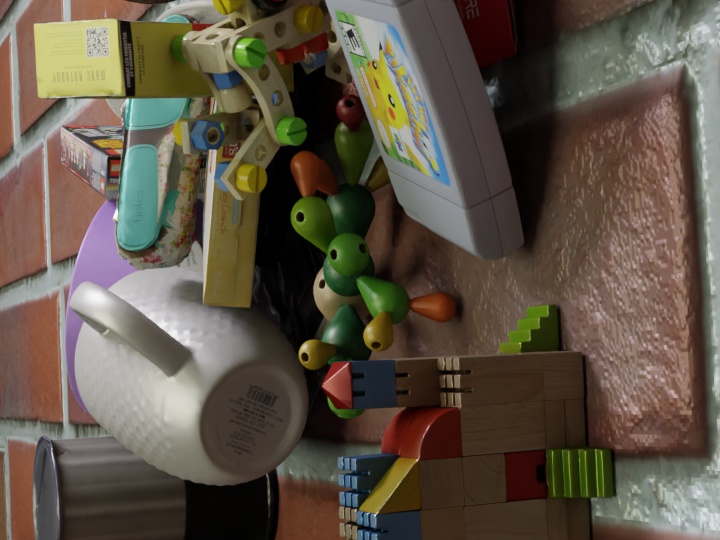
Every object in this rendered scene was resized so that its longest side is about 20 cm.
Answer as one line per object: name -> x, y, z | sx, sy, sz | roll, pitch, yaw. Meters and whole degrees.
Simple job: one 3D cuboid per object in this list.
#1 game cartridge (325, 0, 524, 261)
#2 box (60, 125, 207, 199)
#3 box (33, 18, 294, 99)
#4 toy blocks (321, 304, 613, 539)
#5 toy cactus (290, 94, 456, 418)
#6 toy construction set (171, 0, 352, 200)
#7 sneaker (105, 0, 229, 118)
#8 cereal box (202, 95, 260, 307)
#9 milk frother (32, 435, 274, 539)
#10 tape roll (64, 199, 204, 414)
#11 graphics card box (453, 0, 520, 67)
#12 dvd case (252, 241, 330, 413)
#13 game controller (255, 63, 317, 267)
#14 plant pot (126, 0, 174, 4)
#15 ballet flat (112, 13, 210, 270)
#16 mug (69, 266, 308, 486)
game cartridge -> 0.031, -0.106, 0.856 | 0.133, 0.040, 0.202 | 28, 143, 64
box -> -0.183, -0.099, 1.352 | 0.200, 0.135, 0.040 | -151, 61, -64
box -> -0.126, -0.142, 1.019 | 0.075, 0.199, 0.051 | 2, 97, 31
toy blocks -> 0.050, 0.122, 0.797 | 0.100, 0.135, 0.203 | 171, 96, -67
toy cactus -> 0.000, 0.000, 1.004 | 0.165, 0.101, 0.202 | 101, 160, -75
toy construction set -> -0.046, -0.145, 0.995 | 0.091, 0.200, 0.132 | 1, 117, 30
sneaker -> -0.122, -0.192, 1.251 | 0.199, 0.115, 0.074 | -16, 107, 48
cereal box -> -0.098, -0.061, 1.145 | 0.200, 0.039, 0.146 | -124, 38, -80
milk frother -> -0.161, 0.229, 1.251 | 0.200, 0.186, 0.183 | -165, 74, -66
tape roll -> -0.186, 0.033, 1.321 | 0.200, 0.065, 0.203 | 8, -90, -75
graphics card box -> 0.029, -0.218, 0.888 | 0.201, 0.050, 0.126 | -116, 8, -48
dvd case -> -0.060, 0.014, 1.216 | 0.149, 0.016, 0.201 | 115, 147, -45
game controller -> -0.062, -0.105, 1.156 | 0.104, 0.042, 0.202 | 156, 119, -64
plant pot -> -0.128, -0.326, 1.190 | 0.199, 0.185, 0.189 | -9, 82, 51
ballet flat -> -0.147, -0.094, 1.160 | 0.075, 0.064, 0.202 | 3, 76, 26
mug -> -0.136, 0.073, 1.139 | 0.148, 0.200, 0.175 | -54, 33, -8
